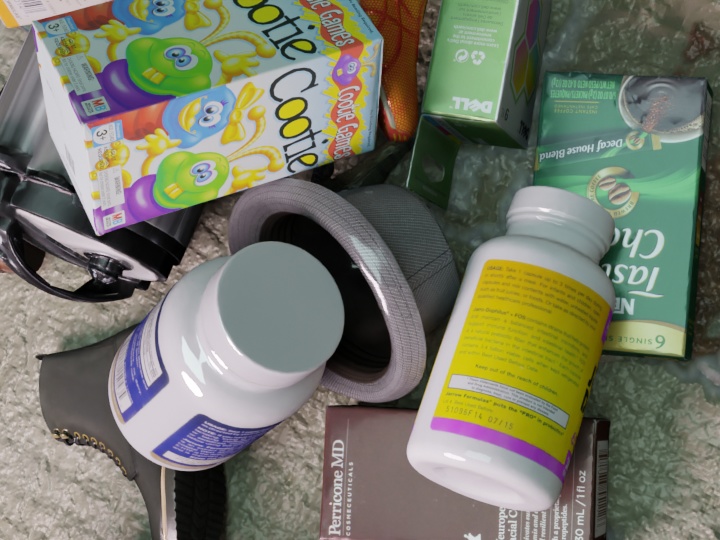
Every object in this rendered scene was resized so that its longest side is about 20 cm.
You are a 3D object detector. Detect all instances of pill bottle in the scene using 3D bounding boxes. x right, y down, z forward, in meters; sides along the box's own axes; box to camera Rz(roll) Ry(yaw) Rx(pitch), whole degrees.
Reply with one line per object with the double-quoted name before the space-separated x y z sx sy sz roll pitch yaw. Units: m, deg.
"pill bottle" 0.107 0.049 0.933 0.104 0.104 0.201 14 72 18
"pill bottle" -0.091 0.058 0.971 0.119 0.200 0.120 10 66 -23

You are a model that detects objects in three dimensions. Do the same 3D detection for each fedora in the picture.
"fedora" 0.000 0.000 0.996 0.090 0.200 0.178 -31 101 -28

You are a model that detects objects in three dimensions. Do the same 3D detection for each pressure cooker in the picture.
"pressure cooker" -0.197 -0.078 1.051 0.175 0.179 0.201 22 81 -12

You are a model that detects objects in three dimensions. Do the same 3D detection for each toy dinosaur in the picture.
"toy dinosaur" -0.030 -0.059 1.078 0.088 0.047 0.200 40 98 0

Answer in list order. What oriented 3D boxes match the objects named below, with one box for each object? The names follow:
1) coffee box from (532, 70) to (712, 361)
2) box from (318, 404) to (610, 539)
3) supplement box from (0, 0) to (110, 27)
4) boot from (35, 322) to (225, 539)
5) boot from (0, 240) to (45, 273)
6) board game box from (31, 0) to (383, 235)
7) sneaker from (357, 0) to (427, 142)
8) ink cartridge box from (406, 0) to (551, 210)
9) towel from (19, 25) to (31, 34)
"coffee box" 0.183 -0.039 1.010 0.122 0.044 0.201 6 86 18
"box" 0.075 0.149 1.010 0.199 0.075 0.101 0 84 19
"supplement box" -0.164 -0.252 0.987 0.199 0.074 0.127 -7 54 14
"boot" -0.184 0.144 1.097 0.138 0.077 0.201 -14 67 20
"boot" -0.346 -0.095 1.177 0.199 0.064 0.188 9 85 23
"board game box" -0.098 -0.120 0.921 0.199 0.103 0.105 -19 54 -19
"sneaker" 0.024 -0.189 0.973 0.077 0.073 0.201 -6 86 -5
"ink cartridge box" 0.091 -0.145 1.019 0.059 0.104 0.201 10 87 19
"towel" -0.264 -0.274 1.097 0.147 0.200 0.022 -43 58 9
